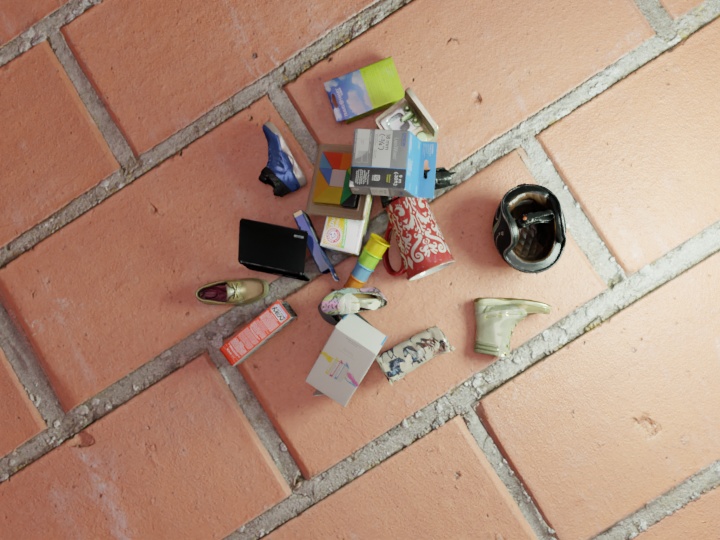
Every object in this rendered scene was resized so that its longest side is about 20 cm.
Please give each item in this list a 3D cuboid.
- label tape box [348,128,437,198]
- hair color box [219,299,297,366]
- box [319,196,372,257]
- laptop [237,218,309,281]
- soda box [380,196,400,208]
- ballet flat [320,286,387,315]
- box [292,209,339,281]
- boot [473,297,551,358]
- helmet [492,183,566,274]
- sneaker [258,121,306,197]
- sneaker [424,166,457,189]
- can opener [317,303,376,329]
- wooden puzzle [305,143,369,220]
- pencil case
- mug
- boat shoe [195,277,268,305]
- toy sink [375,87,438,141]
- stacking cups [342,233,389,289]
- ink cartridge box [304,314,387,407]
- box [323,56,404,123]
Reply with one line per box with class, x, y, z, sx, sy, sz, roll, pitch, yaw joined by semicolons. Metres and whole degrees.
label tape box;0.078;-0.252;1.424;0.197;0.063;0.146;4;80;7
hair color box;-0.266;0.162;1.601;0.199;0.111;0.064;-38;86;0
box;-0.030;-0.145;1.601;0.100;0.112;0.203;13;89;6
laptop;-0.217;-0.048;1.567;0.175;0.200;0.105;12;83;4
soda box;0.080;-0.216;1.553;0.070;0.200;0.064;-13;84;3
ballet flat;-0.008;0.082;1.558;0.071;0.198;0.070;26;113;45
box;-0.115;-0.058;1.597;0.032;0.121;0.202;-27;86;2
boot;0.394;0.150;1.582;0.197;0.072;0.157;2;87;9
helmet;0.425;-0.098;1.534;0.197;0.192;0.202;-6;52;8
sneaker;-0.239;-0.295;1.638;0.110;0.077;0.202;-30;92;-8
sneaker;0.184;-0.240;1.562;0.103;0.199;0.061;-11;85;18
can opener;-0.027;0.145;1.626;0.200;0.053;0.067;41;122;4
wooden puzzle;-0.053;-0.226;1.523;0.198;0.037;0.188;9;86;35
pencil case;0.144;0.219;1.589;0.198;0.078;0.090;-28;67;1
mug;0.131;-0.084;1.582;0.175;0.133;0.202;-20;83;0
boat shoe;-0.347;0.061;1.632;0.197;0.066;0.075;-9;87;3
toy sink;0.115;-0.356;1.559;0.112;0.200;0.131;-36;87;1
stacking cups;0.000;0.000;1.598;0.060;0.060;0.201;34;105;5
ink cartridge box;-0.041;0.235;1.553;0.124;0.129;0.201;31;110;6
box;0.012;-0.484;1.647;0.198;0.048;0.123;-20;85;2
